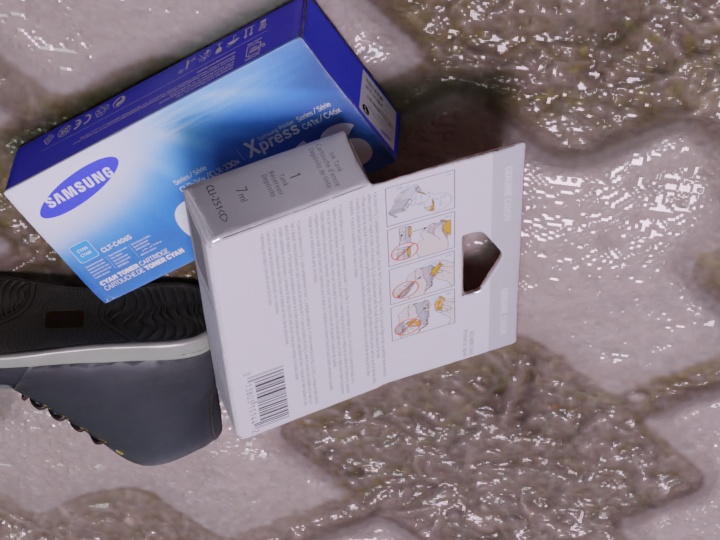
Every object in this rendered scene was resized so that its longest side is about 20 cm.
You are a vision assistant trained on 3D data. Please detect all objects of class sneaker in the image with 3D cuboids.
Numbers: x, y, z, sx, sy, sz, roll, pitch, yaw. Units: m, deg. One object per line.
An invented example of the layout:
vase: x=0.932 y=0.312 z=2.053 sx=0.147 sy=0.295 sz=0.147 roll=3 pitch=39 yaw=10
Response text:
sneaker: x=-0.178 y=0.066 z=1.303 sx=0.199 sy=0.075 sz=0.107 roll=1 pitch=129 yaw=2

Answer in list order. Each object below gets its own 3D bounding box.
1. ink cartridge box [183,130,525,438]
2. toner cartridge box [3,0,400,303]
ink cartridge box: x=0.000 y=0.000 z=1.221 sx=0.176 sy=0.045 sz=0.200 roll=-19 pitch=147 yaw=-11
toner cartridge box: x=-0.086 y=-0.063 z=1.211 sx=0.200 sy=0.043 sz=0.095 roll=-26 pitch=122 yaw=23
